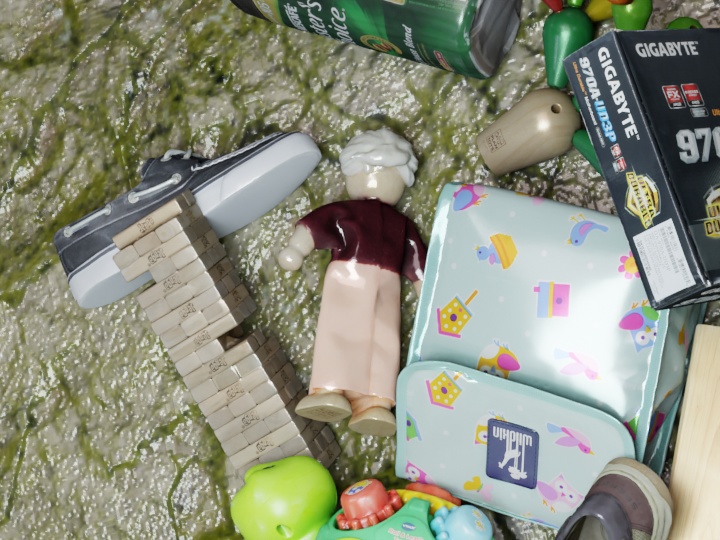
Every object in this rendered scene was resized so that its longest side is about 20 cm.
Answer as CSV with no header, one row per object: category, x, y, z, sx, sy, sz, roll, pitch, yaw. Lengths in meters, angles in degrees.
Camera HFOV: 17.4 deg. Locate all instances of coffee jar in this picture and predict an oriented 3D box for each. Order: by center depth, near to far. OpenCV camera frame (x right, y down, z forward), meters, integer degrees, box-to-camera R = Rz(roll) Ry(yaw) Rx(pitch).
coffee jar,0.003,-0.194,1.554,0.199,0.104,0.086,18,83,20

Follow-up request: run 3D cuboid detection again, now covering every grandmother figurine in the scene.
grandmother figurine,0.000,0.000,1.534,0.060,0.121,0.202,-15,60,50

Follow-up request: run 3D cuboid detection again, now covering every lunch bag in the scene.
lunch bag,0.117,0.059,1.466,0.169,0.122,0.202,15,91,19

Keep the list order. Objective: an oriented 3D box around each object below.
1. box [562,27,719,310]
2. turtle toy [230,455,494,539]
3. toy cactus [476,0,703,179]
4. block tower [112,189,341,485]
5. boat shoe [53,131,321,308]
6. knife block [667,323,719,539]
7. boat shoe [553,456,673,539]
box,0.220,-0.065,1.411,0.046,0.199,0.160,-27,76,41
turtle toy,0.010,0.179,1.464,0.198,0.146,0.102,14,72,11
toy cactus,0.149,-0.110,1.508,0.164,0.102,0.201,-29,83,21
block tower,-0.089,0.051,1.531,0.058,0.054,0.201,-30,94,17
boat shoe,-0.121,-0.051,1.590,0.199,0.072,0.068,-31,74,18
knife block,0.213,0.159,1.447,0.175,0.064,0.201,-37,72,8
boat shoe,0.133,0.204,1.417,0.072,0.065,0.201,36,129,30
